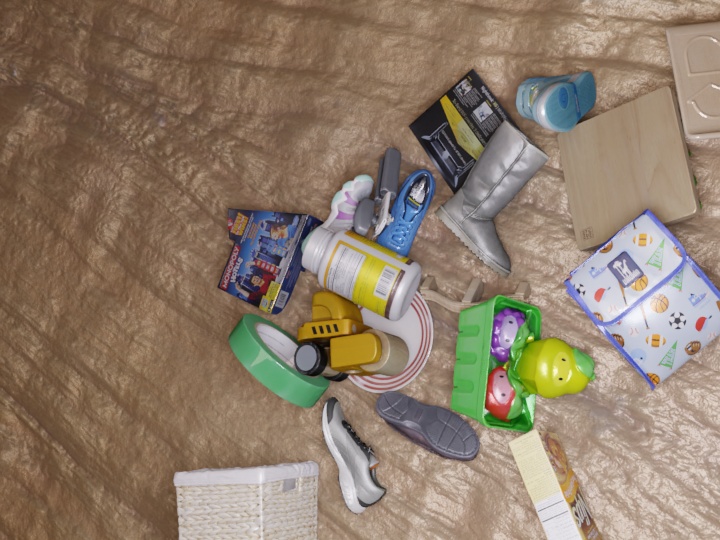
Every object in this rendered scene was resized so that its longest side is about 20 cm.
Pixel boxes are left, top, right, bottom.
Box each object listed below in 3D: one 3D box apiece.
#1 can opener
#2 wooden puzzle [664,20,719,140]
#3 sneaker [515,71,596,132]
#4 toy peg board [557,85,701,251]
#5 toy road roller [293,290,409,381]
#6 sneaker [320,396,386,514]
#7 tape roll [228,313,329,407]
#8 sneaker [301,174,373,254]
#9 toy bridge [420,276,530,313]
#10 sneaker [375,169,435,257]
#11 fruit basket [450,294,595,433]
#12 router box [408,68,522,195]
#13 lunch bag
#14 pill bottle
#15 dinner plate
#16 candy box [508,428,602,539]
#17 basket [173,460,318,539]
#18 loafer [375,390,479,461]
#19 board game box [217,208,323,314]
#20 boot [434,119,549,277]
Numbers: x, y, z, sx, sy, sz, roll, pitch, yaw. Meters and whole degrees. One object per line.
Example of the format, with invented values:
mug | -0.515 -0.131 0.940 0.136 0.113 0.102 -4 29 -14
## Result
can opener | 0.036 -0.144 1.532 0.053 0.065 0.203 -50 19 47
wooden puzzle | 0.565 -0.288 1.295 0.180 0.046 0.205 -5 70 3
sneaker | 0.296 -0.272 1.404 0.128 0.199 0.081 1 110 37
toy peg board | 0.434 -0.148 1.348 0.197 0.097 0.205 -21 69 40
toy road roller | -0.019 0.110 1.487 0.196 0.122 0.150 -8 74 28
sneaker | -0.012 0.317 1.498 0.078 0.074 0.204 -25 73 11
tape roll | -0.145 0.160 1.528 0.048 0.199 0.200 -50 60 9
sneaker | -0.010 -0.064 1.584 0.140 0.077 0.202 46 111 28
toy bridge | 0.191 0.044 1.445 0.196 0.028 0.068 3 39 30
sneaker | 0.076 -0.087 1.524 0.065 0.078 0.204 24 91 1
fruit basket | 0.256 0.151 1.345 0.213 0.154 0.221 -17 66 43
router box | 0.198 -0.230 1.512 0.156 0.052 0.202 -39 63 16
lunch bag | 0.418 0.039 1.243 0.169 0.124 0.201 -40 91 12
pill bottle | 0.000 0.000 1.484 0.197 0.109 0.111 26 91 14
dinner plate | 0.044 0.118 1.534 0.196 0.024 0.205 -7 76 29
candy box | 0.298 0.345 1.281 0.055 0.115 0.203 -30 65 20
basket | -0.193 0.425 1.498 0.196 0.197 0.165 -11 77 26
loafer | 0.116 0.268 1.446 0.197 0.064 0.072 24 60 27
board game box | -0.196 -0.038 1.687 0.197 0.061 0.204 22 90 33
boot | 0.242 -0.118 1.424 0.182 0.073 0.200 44 99 0
